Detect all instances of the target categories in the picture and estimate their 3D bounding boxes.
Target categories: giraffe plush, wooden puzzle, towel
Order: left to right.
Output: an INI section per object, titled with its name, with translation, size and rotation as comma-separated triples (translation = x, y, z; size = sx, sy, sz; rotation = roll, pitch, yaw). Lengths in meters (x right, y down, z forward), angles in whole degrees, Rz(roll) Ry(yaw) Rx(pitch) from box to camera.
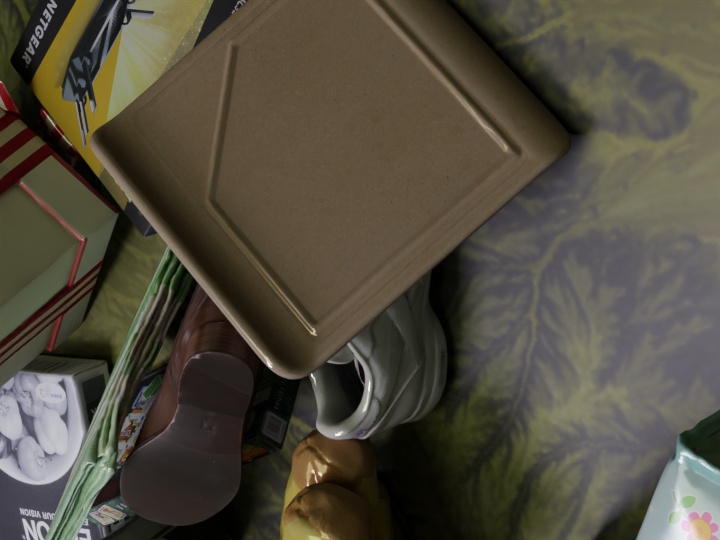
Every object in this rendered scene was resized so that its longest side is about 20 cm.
[towel]
translation = -0.143, 0.073, 1.107
size = 0.023, 0.200, 0.153
rotation = 23, 140, -8
[giraffe plush]
translation = -0.061, 0.203, 1.062
size = 0.162, 0.173, 0.200
rotation = -7, 128, 6
[wooden puzzle]
translation = -0.017, -0.067, 0.969
size = 0.185, 0.200, 0.037
rotation = 49, 176, 19

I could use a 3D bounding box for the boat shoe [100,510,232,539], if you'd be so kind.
[boat shoe]
translation = -0.144, 0.191, 1.147
size = 0.069, 0.200, 0.057
rotation = -33, 90, 35

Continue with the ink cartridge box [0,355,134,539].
[ink cartridge box]
translation = -0.242, 0.160, 1.333
size = 0.198, 0.043, 0.201
rotation = 1, 106, 42

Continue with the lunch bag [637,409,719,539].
[lunch bag]
translation = 0.223, 0.173, 0.840
size = 0.200, 0.122, 0.171
rotation = 29, 120, 21

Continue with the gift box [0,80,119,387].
[gift box]
translation = -0.280, -0.026, 1.179
size = 0.200, 0.187, 0.185
rotation = 45, 147, 4

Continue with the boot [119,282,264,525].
[boot]
translation = -0.078, 0.028, 1.061
size = 0.064, 0.200, 0.187
rotation = 20, 136, -11

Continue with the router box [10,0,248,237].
[router box]
translation = -0.121, -0.144, 1.105
size = 0.157, 0.052, 0.200
rotation = 51, 132, 18

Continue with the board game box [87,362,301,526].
[board game box]
translation = -0.103, 0.091, 1.145
size = 0.023, 0.105, 0.200
rotation = 36, 142, -24

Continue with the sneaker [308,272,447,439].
[sneaker]
translation = 0.000, 0.000, 1.009
size = 0.075, 0.100, 0.201
rotation = 3, 106, 39
